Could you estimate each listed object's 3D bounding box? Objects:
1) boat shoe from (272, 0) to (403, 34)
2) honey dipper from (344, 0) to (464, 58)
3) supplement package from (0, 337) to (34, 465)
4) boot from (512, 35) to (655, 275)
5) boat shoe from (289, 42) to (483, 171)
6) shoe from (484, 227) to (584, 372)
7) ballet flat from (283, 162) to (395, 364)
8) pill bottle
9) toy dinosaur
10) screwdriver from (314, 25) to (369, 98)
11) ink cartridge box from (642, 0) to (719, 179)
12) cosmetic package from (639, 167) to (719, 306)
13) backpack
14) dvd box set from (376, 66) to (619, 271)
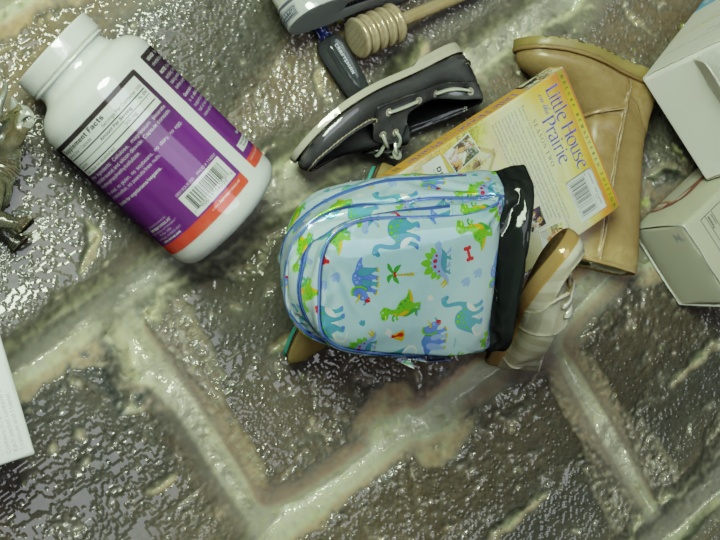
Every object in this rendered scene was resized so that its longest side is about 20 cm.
[{"bbox_3d":[0.001,-0.271,1.066,0.199,0.071,0.070,-26,83,-28],"label":"boat shoe"},{"bbox_3d":[0.073,-0.247,1.108,0.199,0.038,0.038,-29,99,-27],"label":"honey dipper"},{"bbox_3d":[-0.358,0.111,0.886,0.199,0.109,0.115,-18,95,-22],"label":"supplement package"},{"bbox_3d":[0.210,-0.110,1.152,0.174,0.066,0.202,13,85,-21],"label":"boot"},{"bbox_3d":[0.028,-0.134,1.069,0.199,0.073,0.063,-34,86,-24],"label":"boat shoe"},{"bbox_3d":[0.163,0.032,1.060,0.053,0.200,0.070,28,57,6],"label":"shoe"},{"bbox_3d":[0.000,0.000,1.055,0.063,0.069,0.201,25,78,4],"label":"ballet flat"},{"bbox_3d":[-0.173,-0.108,0.968,0.200,0.112,0.113,44,74,-15],"label":"pill bottle"},{"bbox_3d":[-0.321,-0.044,0.938,0.200,0.077,0.102,-42,92,-13],"label":"toy dinosaur"},{"bbox_3d":[-0.048,-0.243,1.072,0.029,0.028,0.201,-26,97,9],"label":"screwdriver"},{"bbox_3d":[0.378,-0.194,1.160,0.129,0.125,0.200,53,52,-12],"label":"ink cartridge box"},{"bbox_3d":[0.384,-0.064,1.209,0.200,0.087,0.104,-39,104,-20],"label":"cosmetic package"},{"bbox_3d":[0.033,-0.003,0.967,0.198,0.154,0.165,8,114,1],"label":"backpack"},{"bbox_3d":[0.126,-0.069,1.070,0.199,0.029,0.147,-34,111,-16],"label":"dvd box set"}]
